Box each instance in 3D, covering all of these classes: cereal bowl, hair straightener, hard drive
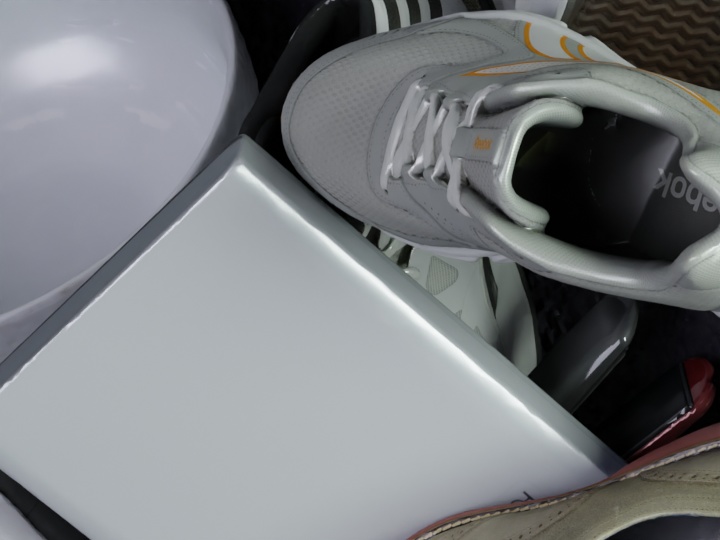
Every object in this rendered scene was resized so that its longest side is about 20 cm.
[{"bbox_3d":[-0.122,-0.025,0.930,0.200,0.200,0.083,19,149,35],"label":"cereal bowl"},{"bbox_3d":[0.017,0.072,0.855,0.200,0.041,0.077,-40,109,22],"label":"hair straightener"},{"bbox_3d":[-0.007,0.067,0.815,0.200,0.026,0.132,41,114,-16],"label":"hard drive"}]

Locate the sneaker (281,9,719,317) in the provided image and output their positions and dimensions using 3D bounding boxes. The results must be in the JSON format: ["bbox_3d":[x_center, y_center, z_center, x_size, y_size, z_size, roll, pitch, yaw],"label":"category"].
[{"bbox_3d":[0.044,-0.034,0.707,0.200,0.092,0.076,13,93,40],"label":"sneaker"}]

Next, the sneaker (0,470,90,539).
[{"bbox_3d":[-0.099,0.058,0.948,0.200,0.099,0.071,46,167,38],"label":"sneaker"}]

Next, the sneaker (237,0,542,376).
[{"bbox_3d":[0.000,0.000,0.859,0.076,0.115,0.201,10,105,37],"label":"sneaker"}]

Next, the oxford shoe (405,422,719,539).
[{"bbox_3d":[0.046,0.103,0.765,0.200,0.075,0.070,-32,90,19],"label":"oxford shoe"}]

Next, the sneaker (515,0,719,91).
[{"bbox_3d":[0.082,-0.106,0.788,0.200,0.073,0.085,90,179,-51],"label":"sneaker"}]
